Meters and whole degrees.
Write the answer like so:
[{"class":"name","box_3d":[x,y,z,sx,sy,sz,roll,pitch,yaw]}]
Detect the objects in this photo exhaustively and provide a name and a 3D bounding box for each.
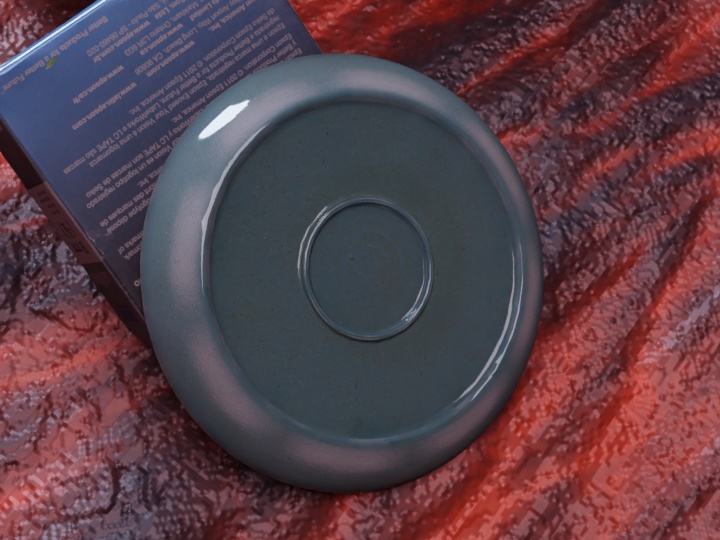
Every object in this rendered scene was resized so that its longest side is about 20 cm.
[{"class":"plant saucer","box_3d":[0.000,0.000,0.706,0.198,0.027,0.203,1,87,-21]},{"class":"label tape box","box_3d":[-0.067,-0.040,0.730,0.144,0.063,0.201,-38,101,-18]}]
